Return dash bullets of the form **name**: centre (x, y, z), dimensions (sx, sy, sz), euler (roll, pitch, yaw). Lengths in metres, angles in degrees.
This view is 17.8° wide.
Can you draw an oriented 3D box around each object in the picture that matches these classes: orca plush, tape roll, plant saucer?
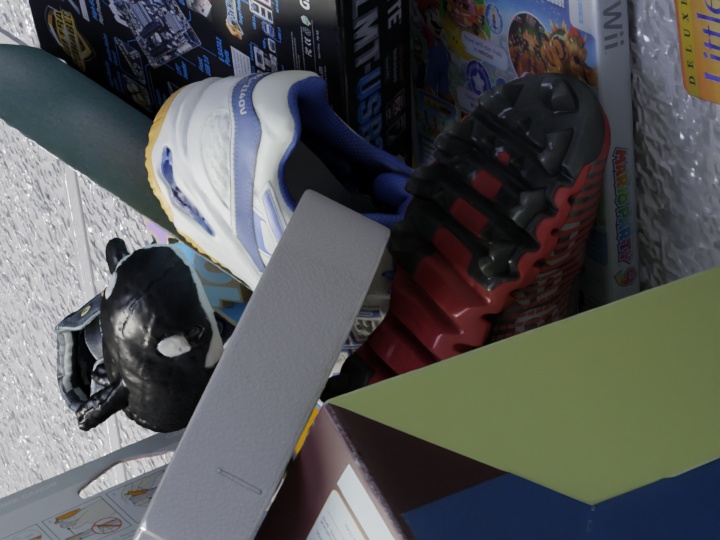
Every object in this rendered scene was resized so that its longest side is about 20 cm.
- **orca plush**: centre (-0.119, 0.046, 1.127), dimensions (0.106, 0.071, 0.200), euler (56, 163, -2)
- **tape roll**: centre (-0.048, 0.067, 0.834), dimensions (0.037, 0.203, 0.203), euler (26, 147, -1)
- **plant saucer**: centre (-0.110, -0.054, 1.037), dimensions (0.200, 0.039, 0.201), euler (34, 177, 2)

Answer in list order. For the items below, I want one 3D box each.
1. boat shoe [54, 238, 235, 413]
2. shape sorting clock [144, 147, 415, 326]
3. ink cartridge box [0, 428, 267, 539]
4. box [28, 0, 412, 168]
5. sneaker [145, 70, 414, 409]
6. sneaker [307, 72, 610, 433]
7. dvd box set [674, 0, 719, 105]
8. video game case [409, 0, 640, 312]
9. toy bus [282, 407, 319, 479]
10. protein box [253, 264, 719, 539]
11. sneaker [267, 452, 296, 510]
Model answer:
- **boat shoe**: centre (-0.106, 0.020, 1.235), dimensions (0.071, 0.090, 0.200), euler (60, 152, 20)
- **shape sorting clock**: centre (-0.051, -0.056, 1.094), dimensions (0.199, 0.039, 0.201), euler (26, 127, 40)
- **ink cartridge box**: centre (-0.090, 0.142, 1.162), dimensions (0.173, 0.199, 0.044), euler (29, 134, 54)
- **box**: centre (-0.068, -0.124, 0.969), dimensions (0.198, 0.050, 0.200), euler (34, 153, 24)
- **sneaker**: centre (0.000, 0.000, 0.935), dimensions (0.088, 0.076, 0.200), euler (-11, 133, 44)
- **sneaker**: centre (0.055, 0.013, 0.895), dimensions (0.071, 0.097, 0.201), euler (47, 123, 43)
- **dvd box set**: centre (0.163, -0.102, 0.683), dimensions (0.200, 0.029, 0.147), euler (27, 131, 54)
- **video game case**: centre (0.065, -0.043, 0.937), dimensions (0.143, 0.018, 0.201), euler (34, 137, 52)
- **toy bus**: centre (0.022, 0.103, 1.034), dimensions (0.065, 0.078, 0.201), euler (-15, 103, 59)
- **protein box**: centre (0.071, 0.125, 0.817), dimensions (0.135, 0.198, 0.200), euler (58, 146, 24)
- **sneaker**: centre (-0.025, 0.085, 1.149), dimensions (0.200, 0.086, 0.075), euler (-125, 56, -71)
